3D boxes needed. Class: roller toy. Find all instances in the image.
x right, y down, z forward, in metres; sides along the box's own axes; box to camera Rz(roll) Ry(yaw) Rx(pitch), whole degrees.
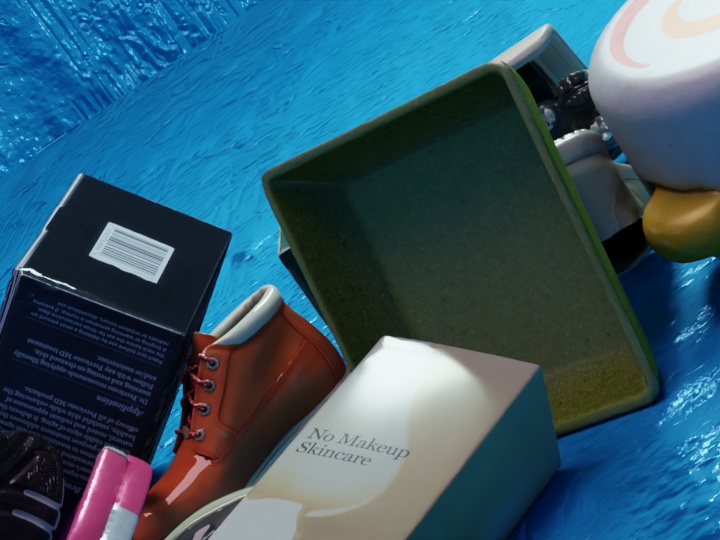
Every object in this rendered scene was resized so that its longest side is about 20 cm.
[{"bbox_3d":[0.233,-0.099,1.498,0.182,0.140,0.200,-25,25,20],"label":"roller toy"}]

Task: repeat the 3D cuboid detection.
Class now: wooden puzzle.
[{"bbox_3d":[0.088,-0.088,1.905,0.185,0.037,0.200,-34,-20,10],"label":"wooden puzzle"}]

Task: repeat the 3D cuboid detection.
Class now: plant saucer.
[{"bbox_3d":[0.063,-0.001,1.487,0.200,0.200,0.048,-23,3,43],"label":"plant saucer"}]

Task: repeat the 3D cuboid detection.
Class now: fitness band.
[{"bbox_3d":[-0.178,0.190,1.619,0.144,0.037,0.200,-58,8,29],"label":"fitness band"}]

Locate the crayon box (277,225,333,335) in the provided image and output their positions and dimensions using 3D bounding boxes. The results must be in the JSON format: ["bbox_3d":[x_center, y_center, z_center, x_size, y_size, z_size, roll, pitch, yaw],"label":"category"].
[{"bbox_3d":[0.000,0.000,1.766,0.051,0.126,0.200,-33,14,7],"label":"crayon box"}]

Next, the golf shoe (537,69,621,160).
[{"bbox_3d":[0.116,-0.063,1.859,0.200,0.077,0.088,-33,-13,23],"label":"golf shoe"}]

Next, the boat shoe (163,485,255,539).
[{"bbox_3d":[-0.045,0.153,1.474,0.200,0.072,0.066,-30,9,4],"label":"boat shoe"}]

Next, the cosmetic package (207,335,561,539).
[{"bbox_3d":[0.010,0.124,1.360,0.105,0.071,0.200,9,39,29],"label":"cosmetic package"}]

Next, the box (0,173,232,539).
[{"bbox_3d":[-0.185,0.070,1.813,0.200,0.123,0.197,-72,4,-68],"label":"box"}]

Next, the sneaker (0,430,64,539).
[{"bbox_3d":[-0.252,0.204,1.702,0.116,0.075,0.201,121,171,-63],"label":"sneaker"}]

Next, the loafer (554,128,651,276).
[{"bbox_3d":[0.136,-0.024,1.557,0.075,0.069,0.200,-25,-17,13],"label":"loafer"}]

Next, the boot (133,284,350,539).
[{"bbox_3d":[-0.095,0.099,1.715,0.200,0.107,0.075,-45,19,-26],"label":"boot"}]
